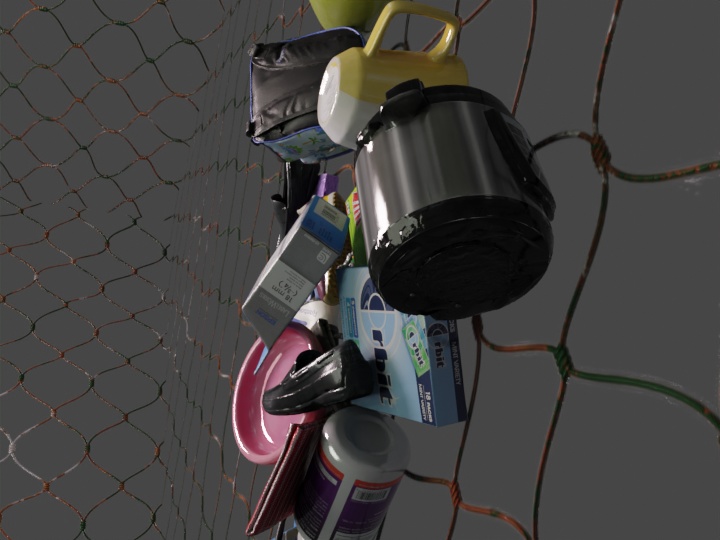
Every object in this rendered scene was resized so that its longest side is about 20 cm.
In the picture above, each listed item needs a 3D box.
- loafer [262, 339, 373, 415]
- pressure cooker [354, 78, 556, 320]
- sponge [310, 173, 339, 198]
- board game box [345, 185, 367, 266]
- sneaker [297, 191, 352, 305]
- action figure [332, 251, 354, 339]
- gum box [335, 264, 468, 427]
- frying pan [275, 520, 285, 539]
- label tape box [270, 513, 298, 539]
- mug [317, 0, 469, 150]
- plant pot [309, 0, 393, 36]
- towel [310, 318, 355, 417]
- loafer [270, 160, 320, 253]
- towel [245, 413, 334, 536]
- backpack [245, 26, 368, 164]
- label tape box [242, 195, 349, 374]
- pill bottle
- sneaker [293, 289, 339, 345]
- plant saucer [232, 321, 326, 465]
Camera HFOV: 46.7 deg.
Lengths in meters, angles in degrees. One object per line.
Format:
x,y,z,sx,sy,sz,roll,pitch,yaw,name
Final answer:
-0.057,0.132,1.007,0.200,0.068,0.071,-26,74,50,loafer
0.080,-0.077,0.795,0.176,0.177,0.201,116,153,-49,pressure cooker
-0.078,-0.066,1.460,0.111,0.030,0.202,-179,97,-70,sponge
0.030,-0.026,1.086,0.102,0.047,0.201,129,139,-56,board game box
-0.062,-0.025,1.286,0.090,0.075,0.201,-18,49,24,sneaker
0.000,0.000,1.187,0.118,0.054,0.202,166,114,-72,action figure
0.041,0.078,0.952,0.200,0.044,0.171,-1,95,62,gum box
-0.092,0.297,1.175,0.191,0.031,0.116,-86,6,-53,frying pan
-0.110,0.456,1.306,0.144,0.063,0.201,130,142,-56,label tape box
0.035,-0.220,1.013,0.149,0.152,0.188,-160,78,-71,mug
-0.009,-0.429,1.216,0.200,0.185,0.189,112,160,-72,plant pot
-0.048,0.196,1.217,0.193,0.034,0.201,-56,51,49,towel
-0.126,-0.115,1.465,0.068,0.070,0.202,-125,47,-64,loafer
-0.080,0.251,1.054,0.146,0.022,0.200,-66,-15,0,towel
-0.054,-0.264,1.258,0.199,0.147,0.185,-10,71,27,backpack
-0.097,0.015,1.081,0.200,0.063,0.144,-54,8,18,label tape box
-0.017,0.274,1.036,0.113,0.112,0.201,-109,32,-51,pill bottle
-0.085,0.107,1.340,0.200,0.080,0.116,130,145,-54,sneaker
-0.107,0.173,1.170,0.200,0.051,0.202,-27,54,43,plant saucer
